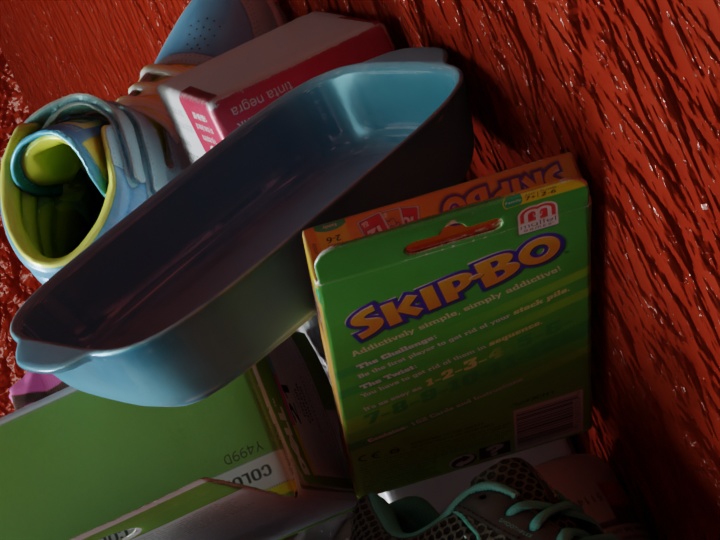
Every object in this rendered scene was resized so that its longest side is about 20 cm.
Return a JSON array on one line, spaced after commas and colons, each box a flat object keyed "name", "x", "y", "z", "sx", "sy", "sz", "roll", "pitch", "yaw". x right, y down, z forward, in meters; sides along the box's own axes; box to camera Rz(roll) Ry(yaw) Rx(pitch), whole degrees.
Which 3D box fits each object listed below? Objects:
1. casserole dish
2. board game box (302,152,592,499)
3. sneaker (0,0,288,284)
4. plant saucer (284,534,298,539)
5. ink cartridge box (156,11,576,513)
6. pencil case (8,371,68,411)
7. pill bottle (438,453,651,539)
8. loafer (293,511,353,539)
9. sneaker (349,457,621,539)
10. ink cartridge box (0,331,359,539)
[{"name": "casserole dish", "x": -0.037, "y": -0.012, "z": 1.054, "sx": 0.121, "sy": 0.200, "sz": 0.039, "roll": 6, "pitch": 132, "yaw": 56}, {"name": "board game box", "x": 0.034, "y": 0.020, "z": 1.029, "sx": 0.200, "sy": 0.095, "sz": 0.030, "roll": 82, "pitch": 171, "yaw": -65}, {"name": "sneaker", "x": -0.094, "y": -0.065, "z": 1.308, "sx": 0.131, "sy": 0.079, "sz": 0.201, "roll": 47, "pitch": -130, "yaw": -51}, {"name": "plant saucer", "x": -0.030, "y": 0.105, "z": 1.326, "sx": 0.029, "sy": 0.200, "sz": 0.201, "roll": 12, "pitch": 129, "yaw": 57}, {"name": "ink cartridge box", "x": 0.000, "y": 0.000, "z": 1.223, "sx": 0.201, "sy": 0.083, "sz": 0.145, "roll": 66, "pitch": 171, "yaw": -11}, {"name": "pencil case", "x": -0.068, "y": 0.041, "z": 1.379, "sx": 0.094, "sy": 0.199, "sz": 0.091, "roll": 58, "pitch": 178, "yaw": -37}, {"name": "pill bottle", "x": 0.091, "y": 0.181, "z": 1.104, "sx": 0.201, "sy": 0.111, "sz": 0.112, "roll": 62, "pitch": 171, "yaw": 17}, {"name": "loafer", "x": 0.017, "y": 0.169, "z": 1.260, "sx": 0.071, "sy": 0.073, "sz": 0.200, "roll": 19, "pitch": 161, "yaw": 22}, {"name": "sneaker", "x": 0.062, "y": 0.109, "z": 1.009, "sx": 0.077, "sy": 0.199, "sz": 0.092, "roll": 14, "pitch": -106, "yaw": -49}, {"name": "ink cartridge box", "x": -0.097, "y": 0.076, "z": 1.070, "sx": 0.076, "sy": 0.147, "sz": 0.200, "roll": 68, "pitch": -168, "yaw": 12}]
